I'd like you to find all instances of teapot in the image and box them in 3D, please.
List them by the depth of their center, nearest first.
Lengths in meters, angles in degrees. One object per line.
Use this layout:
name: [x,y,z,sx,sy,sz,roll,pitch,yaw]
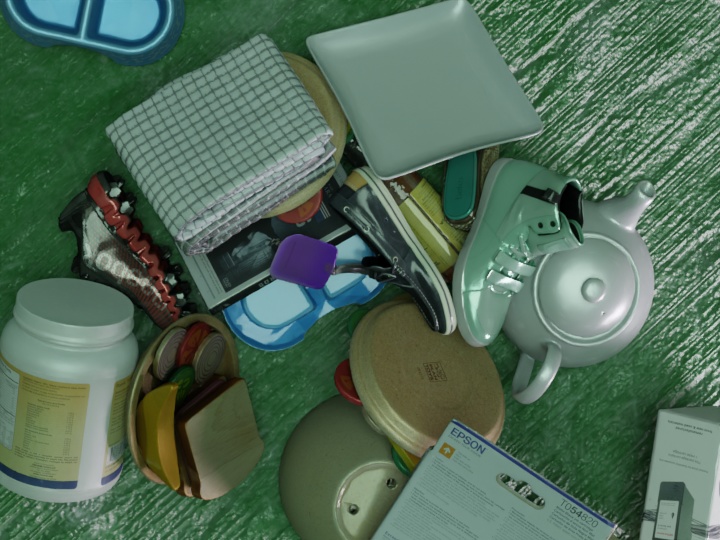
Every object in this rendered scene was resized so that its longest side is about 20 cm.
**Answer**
teapot: [0.234,0.021,1.727,0.195,0.146,0.202,-15,97,-4]

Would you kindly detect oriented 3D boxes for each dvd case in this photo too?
dvd case: [-0.106,-0.064,1.713,0.199,0.025,0.151,-30,68,-1]

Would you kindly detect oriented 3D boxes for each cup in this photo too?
cup: [0.013,0.240,1.726,0.198,0.143,0.203,0,95,-5]

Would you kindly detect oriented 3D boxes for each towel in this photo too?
towel: [-0.137,-0.129,1.631,0.199,0.086,0.166,-33,60,-6]

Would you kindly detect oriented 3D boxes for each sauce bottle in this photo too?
sauce bottle: [0.050,-0.078,1.741,0.066,0.066,0.200,-40,97,-1]

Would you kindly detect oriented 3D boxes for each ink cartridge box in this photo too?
ink cartridge box: [0.127,0.268,1.601,0.199,0.041,0.201,34,113,3]
ink cartridge box: [0.379,0.257,1.757,0.083,0.145,0.202,11,95,38]

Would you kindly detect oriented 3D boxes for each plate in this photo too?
plate: [0.066,-0.189,1.690,0.198,0.032,0.201,-17,60,-18]

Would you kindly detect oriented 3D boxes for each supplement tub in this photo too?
supplement tub: [-0.308,0.123,1.662,0.143,0.145,0.202,9,110,-6]

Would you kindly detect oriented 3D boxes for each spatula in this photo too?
spatula: [0.000,0.000,1.700,0.198,0.021,0.057,9,116,-30]

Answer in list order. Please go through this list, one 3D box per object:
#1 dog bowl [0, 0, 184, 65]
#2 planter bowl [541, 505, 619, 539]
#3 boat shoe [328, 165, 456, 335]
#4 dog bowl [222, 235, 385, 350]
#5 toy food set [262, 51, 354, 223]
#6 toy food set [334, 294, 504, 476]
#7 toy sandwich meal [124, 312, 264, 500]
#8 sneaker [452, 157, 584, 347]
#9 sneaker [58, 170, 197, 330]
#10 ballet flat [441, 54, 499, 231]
dog bowl: [-0.286,-0.285,1.689,0.198,0.050,0.113,12,94,-6]
planter bowl: [0.214,0.344,1.745,0.200,0.200,0.135,37,63,-7]
boat shoe: [0.033,-0.012,1.660,0.062,0.075,0.201,-36,105,-10]
dog bowl: [-0.059,0.005,1.745,0.199,0.050,0.112,-31,97,-2]
toy food set: [-0.106,-0.140,1.699,0.197,0.049,0.201,33,79,20]
toy food set: [0.065,0.118,1.689,0.197,0.049,0.201,-22,73,-44]
toy sandwich meal: [-0.170,0.147,1.686,0.070,0.204,0.208,13,95,31]
sneaker: [0.167,-0.012,1.650,0.073,0.118,0.203,12,91,-45]
sneaker: [-0.254,-0.003,1.716,0.097,0.071,0.201,-32,101,5]
ballet flat: [0.126,-0.134,1.741,0.070,0.065,0.202,0,72,33]
